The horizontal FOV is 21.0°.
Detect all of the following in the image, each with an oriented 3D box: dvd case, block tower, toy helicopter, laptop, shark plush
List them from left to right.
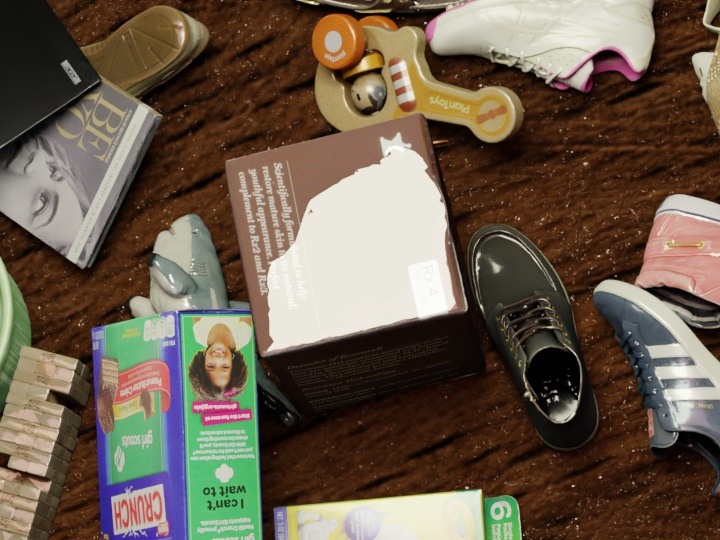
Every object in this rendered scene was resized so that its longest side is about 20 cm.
[{"bbox_3d":[-0.344,-0.156,1.707,0.103,0.200,0.178,-20,65,-41],"label":"laptop"},{"bbox_3d":[-0.279,0.170,1.625,0.057,0.054,0.202,13,77,13],"label":"block tower"},{"bbox_3d":[-0.279,-0.116,1.689,0.199,0.016,0.150,33,103,21],"label":"dvd case"},{"bbox_3d":[-0.112,0.042,1.633,0.083,0.091,0.200,-30,64,-33],"label":"shark plush"},{"bbox_3d":[0.045,-0.138,1.645,0.199,0.079,0.134,16,103,30],"label":"toy helicopter"}]

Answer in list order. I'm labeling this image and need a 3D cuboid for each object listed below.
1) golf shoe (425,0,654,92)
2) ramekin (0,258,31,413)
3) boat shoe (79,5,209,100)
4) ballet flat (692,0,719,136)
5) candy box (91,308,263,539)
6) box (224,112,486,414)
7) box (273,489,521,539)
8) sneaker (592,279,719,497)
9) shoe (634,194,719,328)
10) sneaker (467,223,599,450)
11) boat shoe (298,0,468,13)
[{"bbox_3d":[0.155,-0.195,1.655,0.198,0.075,0.093,-7,79,9],"label":"golf shoe"},{"bbox_3d":[-0.376,0.054,1.650,0.198,0.098,0.202,-2,74,8],"label":"ramekin"},{"bbox_3d":[-0.222,-0.167,1.709,0.199,0.064,0.072,-22,81,21],"label":"boat shoe"},{"bbox_3d":[0.318,-0.192,1.642,0.065,0.070,0.202,4,70,38],"label":"ballet flat"},{"bbox_3d":[-0.146,0.137,1.533,0.076,0.169,0.202,-1,84,-31],"label":"candy box"},{"bbox_3d":[0.000,0.000,1.555,0.163,0.200,0.168,-13,71,4],"label":"box"},{"bbox_3d":[0.033,0.242,1.562,0.198,0.048,0.119,-6,74,5],"label":"box"},{"bbox_3d":[0.244,0.096,1.555,0.084,0.075,0.200,-42,73,-9],"label":"sneaker"},{"bbox_3d":[0.322,0.009,1.565,0.198,0.072,0.092,16,64,18],"label":"shoe"},{"bbox_3d":[0.141,0.041,1.570,0.074,0.106,0.201,-24,72,1],"label":"sneaker"},{"bbox_3d":[0.016,-0.255,1.684,0.198,0.072,0.060,10,31,14],"label":"boat shoe"}]
